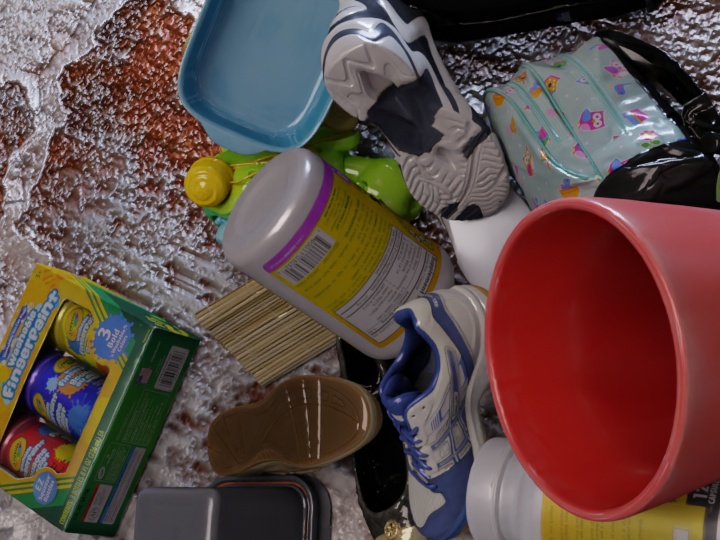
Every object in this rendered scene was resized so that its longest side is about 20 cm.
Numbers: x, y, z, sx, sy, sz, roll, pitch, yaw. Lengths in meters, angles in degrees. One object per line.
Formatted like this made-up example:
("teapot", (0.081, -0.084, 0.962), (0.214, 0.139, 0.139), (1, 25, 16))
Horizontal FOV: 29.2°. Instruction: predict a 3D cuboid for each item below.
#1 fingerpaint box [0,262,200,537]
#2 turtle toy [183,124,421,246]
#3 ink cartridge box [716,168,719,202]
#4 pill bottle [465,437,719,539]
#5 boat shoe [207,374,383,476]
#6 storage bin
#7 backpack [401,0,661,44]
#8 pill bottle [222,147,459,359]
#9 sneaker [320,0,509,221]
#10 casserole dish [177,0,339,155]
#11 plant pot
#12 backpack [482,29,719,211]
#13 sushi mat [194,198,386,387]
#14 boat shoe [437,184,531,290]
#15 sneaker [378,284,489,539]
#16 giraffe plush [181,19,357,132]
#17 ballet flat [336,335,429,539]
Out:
("fingerpaint box", (-0.264, 0.117, 1.269), (0.167, 0.073, 0.200), (25, 91, 34))
("turtle toy", (-0.048, -0.068, 1.158), (0.200, 0.146, 0.101), (-6, 110, 15))
("ink cartridge box", (0.329, -0.090, 0.918), (0.104, 0.200, 0.059), (19, 123, 33))
("pill bottle", (0.180, 0.167, 0.959), (0.200, 0.112, 0.112), (3, 79, 32))
("boat shoe", (-0.044, 0.126, 1.106), (0.200, 0.064, 0.071), (-17, 70, 48))
("storage bin", (-0.122, 0.257, 1.109), (0.145, 0.134, 0.200), (-4, 74, 31))
("backpack", (0.113, -0.256, 1.059), (0.200, 0.178, 0.151), (-15, 72, 14))
("pill bottle", (0.000, 0.000, 1.057), (0.104, 0.200, 0.104), (-39, 30, 28))
("sneaker", (0.042, -0.135, 1.030), (0.079, 0.199, 0.130), (-34, 37, 27))
("casserole dish", (-0.064, -0.187, 1.075), (0.121, 0.039, 0.200), (23, 99, -8))
("plant pot", (0.203, 0.044, 0.861), (0.200, 0.177, 0.201), (22, 116, 59))
("backpack", (0.176, -0.081, 0.996), (0.127, 0.167, 0.200), (-19, 48, -8))
("sushi mat", (-0.035, 0.023, 1.148), (0.200, 0.096, 0.012), (-31, 31, 21))
("boat shoe", (0.089, -0.055, 1.102), (0.072, 0.068, 0.200), (-36, 83, 10))
("sneaker", (0.047, 0.107, 1.018), (0.075, 0.088, 0.200), (22, 112, 52))
("giraffe plush", (-0.033, -0.199, 1.167), (0.162, 0.200, 0.173), (34, 104, 9))
("ballet flat", (0.011, 0.139, 1.103), (0.066, 0.057, 0.200), (-24, 66, 26))
